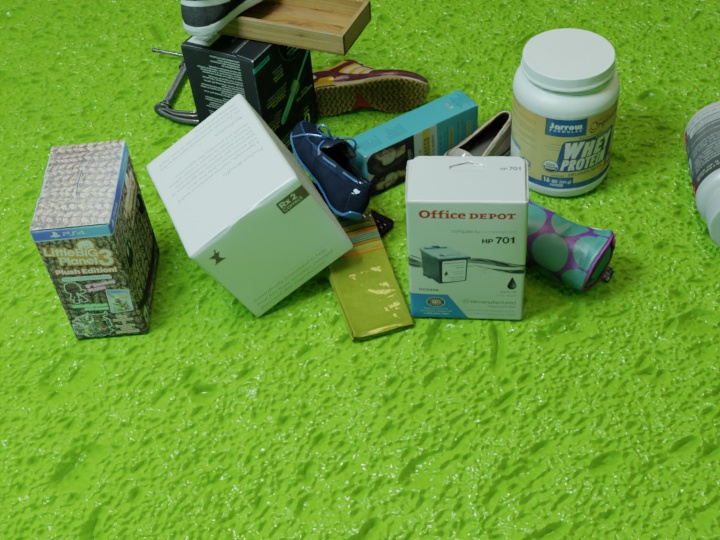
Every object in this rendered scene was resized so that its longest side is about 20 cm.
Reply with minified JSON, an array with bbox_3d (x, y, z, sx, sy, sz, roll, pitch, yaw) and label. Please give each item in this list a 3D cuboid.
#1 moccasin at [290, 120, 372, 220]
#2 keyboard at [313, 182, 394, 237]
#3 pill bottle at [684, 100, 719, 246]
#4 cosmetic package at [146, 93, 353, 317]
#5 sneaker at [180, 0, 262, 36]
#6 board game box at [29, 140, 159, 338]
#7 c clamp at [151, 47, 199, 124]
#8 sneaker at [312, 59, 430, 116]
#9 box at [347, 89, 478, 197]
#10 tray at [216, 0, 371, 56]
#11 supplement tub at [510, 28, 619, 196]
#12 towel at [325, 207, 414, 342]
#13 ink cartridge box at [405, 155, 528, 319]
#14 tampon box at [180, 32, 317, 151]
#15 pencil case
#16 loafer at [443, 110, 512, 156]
[{"bbox_3d":[-0.030,-0.152,1.373,0.080,0.068,0.200,4,39,-41],"label":"moccasin"},{"bbox_3d":[-0.058,-0.087,1.407,0.200,0.040,0.104,25,53,28],"label":"keyboard"},{"bbox_3d":[0.505,-0.128,1.333,0.114,0.114,0.200,2,46,8],"label":"pill bottle"},{"bbox_3d":[-0.146,-0.085,1.294,0.165,0.165,0.200,-36,49,4],"label":"cosmetic package"},{"bbox_3d":[-0.178,-0.417,1.359,0.073,0.112,0.200,18,49,20],"label":"sneaker"},{"bbox_3d":[-0.335,-0.038,1.277,0.097,0.200,0.160,-5,46,1],"label":"board game box"},{"bbox_3d":[-0.287,-0.306,1.659,0.170,0.027,0.200,4,45,3],"label":"c clamp"},{"bbox_3d":[0.011,-0.304,1.586,0.199,0.075,0.090,-2,49,2],"label":"sneaker"},{"bbox_3d":[0.080,-0.188,1.459,0.200,0.082,0.049,-27,50,-19],"label":"box"},{"bbox_3d":[-0.096,-0.357,1.397,0.200,0.037,0.099,14,48,19],"label":"tray"},{"bbox_3d":[0.284,-0.219,1.385,0.144,0.200,0.145,-3,46,3],"label":"supplement tub"},{"bbox_3d":[0.000,0.000,1.308,0.086,0.018,0.200,-15,56,-8],"label":"towel"},{"bbox_3d":[0.131,-0.037,1.224,0.146,0.200,0.086,1,46,8],"label":"ink cartridge box"},{"bbox_3d":[-0.161,-0.279,1.492,0.126,0.200,0.150,18,49,22],"label":"tampon box"},{"bbox_3d":[0.238,-0.049,1.306,0.200,0.085,0.092,30,72,30],"label":"pencil case"},{"bbox_3d":[0.156,-0.165,1.442,0.072,0.063,0.200,31,56,30],"label":"loafer"}]
